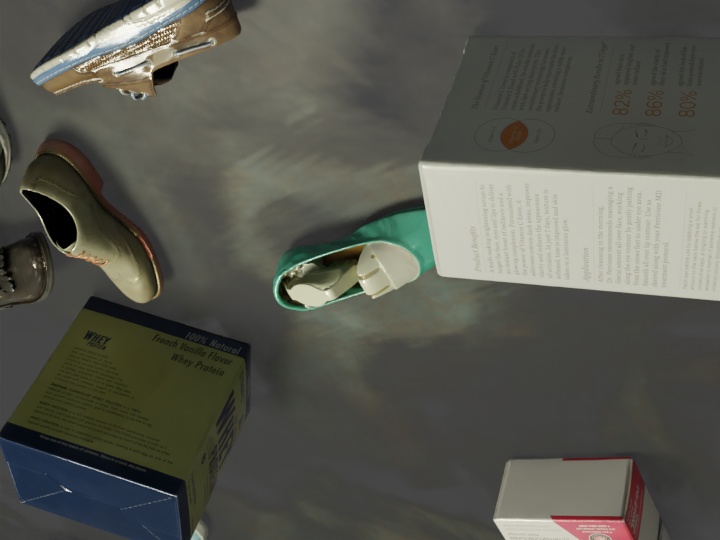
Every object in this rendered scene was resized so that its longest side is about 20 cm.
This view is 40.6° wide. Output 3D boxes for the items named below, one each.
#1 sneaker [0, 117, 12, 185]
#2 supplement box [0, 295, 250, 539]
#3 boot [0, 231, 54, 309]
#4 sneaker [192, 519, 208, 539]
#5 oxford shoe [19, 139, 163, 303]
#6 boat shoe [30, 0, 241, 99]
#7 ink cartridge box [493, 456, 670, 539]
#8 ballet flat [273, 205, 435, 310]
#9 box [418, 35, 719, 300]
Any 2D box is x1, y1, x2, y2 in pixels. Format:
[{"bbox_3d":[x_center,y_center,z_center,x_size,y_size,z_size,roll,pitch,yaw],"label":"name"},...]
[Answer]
[{"bbox_3d":[-0.385,-0.146,0.891,0.074,0.080,0.201,6,138,15],"label":"sneaker"},{"bbox_3d":[-0.246,0.166,1.065,0.199,0.200,0.135,16,139,7],"label":"supplement box"},{"bbox_3d":[-0.431,0.019,1.013,0.200,0.174,0.070,-24,81,41],"label":"boot"},{"bbox_3d":[-0.278,0.422,1.439,0.074,0.082,0.200,23,139,-2],"label":"sneaker"},{"bbox_3d":[-0.269,-0.030,0.964,0.071,0.074,0.200,-9,130,31],"label":"oxford shoe"},{"bbox_3d":[-0.181,-0.174,0.776,0.199,0.072,0.072,-15,128,35],"label":"boat shoe"},{"bbox_3d":[0.253,0.298,1.074,0.144,0.085,0.200,-8,131,31],"label":"ink cartridge box"},{"bbox_3d":[0.000,0.000,0.881,0.199,0.071,0.067,-16,126,35],"label":"ballet flat"},{"bbox_3d":[0.158,-0.076,0.670,0.199,0.153,0.107,5,137,20],"label":"box"}]
